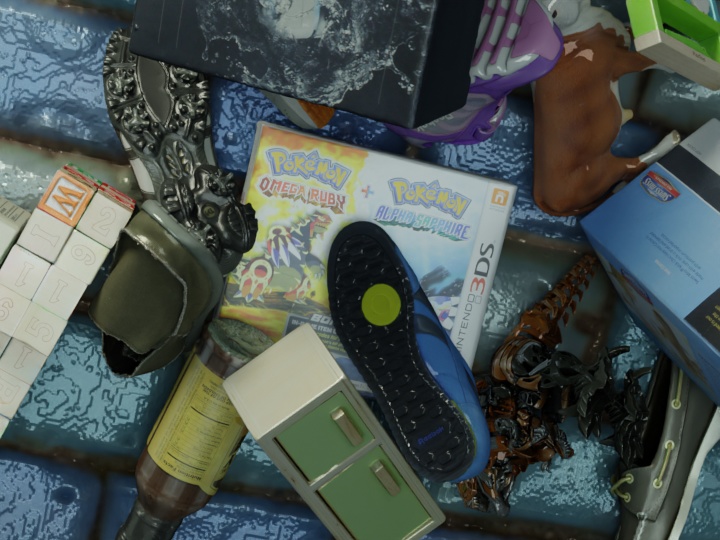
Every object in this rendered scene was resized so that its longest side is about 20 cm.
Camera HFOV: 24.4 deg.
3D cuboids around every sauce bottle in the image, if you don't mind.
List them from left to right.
[{"bbox_3d":[-0.124,0.129,1.209,0.064,0.065,0.200,25,114,-9],"label":"sauce bottle"}]

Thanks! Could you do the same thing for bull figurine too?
[{"bbox_3d":[0.169,-0.132,1.207,0.121,0.065,0.201,-9,125,-9],"label":"bull figurine"}]

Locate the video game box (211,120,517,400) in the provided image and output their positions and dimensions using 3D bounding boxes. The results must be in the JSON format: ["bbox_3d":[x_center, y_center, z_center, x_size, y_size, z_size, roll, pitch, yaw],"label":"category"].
[{"bbox_3d":[0.000,0.000,1.238,0.199,0.047,0.183,13,94,-8],"label":"video game box"}]

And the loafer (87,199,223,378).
[{"bbox_3d":[-0.145,0.024,1.145,0.075,0.200,0.070,41,64,14],"label":"loafer"}]

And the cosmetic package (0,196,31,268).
[{"bbox_3d":[-0.336,-0.056,1.162,0.199,0.104,0.073,31,93,-8],"label":"cosmetic package"}]

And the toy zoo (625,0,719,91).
[{"bbox_3d":[0.211,-0.235,1.180,0.020,0.131,0.201,-19,73,31],"label":"toy zoo"}]

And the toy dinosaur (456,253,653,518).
[{"bbox_3d":[0.135,0.086,1.236,0.102,0.135,0.201,0,101,-52],"label":"toy dinosaur"}]

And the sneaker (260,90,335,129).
[{"bbox_3d":[-0.090,-0.182,1.201,0.200,0.092,0.076,55,48,-27],"label":"sneaker"}]

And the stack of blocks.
[{"bbox_3d":[-0.235,0.026,1.177,0.058,0.115,0.201,30,93,-9],"label":"stack of blocks"}]

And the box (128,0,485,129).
[{"bbox_3d":[-0.020,-0.212,1.030,0.199,0.117,0.198,17,108,16],"label":"box"}]

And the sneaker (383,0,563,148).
[{"bbox_3d":[0.078,-0.132,1.175,0.088,0.200,0.081,43,60,-24],"label":"sneaker"}]

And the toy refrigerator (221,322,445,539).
[{"bbox_3d":[-0.014,0.133,1.186,0.076,0.070,0.200,-35,135,-2],"label":"toy refrigerator"}]

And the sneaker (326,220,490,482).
[{"bbox_3d":[0.036,0.059,1.204,0.066,0.078,0.201,-27,83,19],"label":"sneaker"}]

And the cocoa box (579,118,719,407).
[{"bbox_3d":[0.274,0.014,1.177,0.131,0.200,0.134,-37,130,-2],"label":"cocoa box"}]

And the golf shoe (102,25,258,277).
[{"bbox_3d":[-0.140,-0.081,1.199,0.077,0.095,0.201,-14,72,-18],"label":"golf shoe"}]

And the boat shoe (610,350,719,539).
[{"bbox_3d":[0.225,0.154,1.270,0.060,0.072,0.202,23,87,-7],"label":"boat shoe"}]
